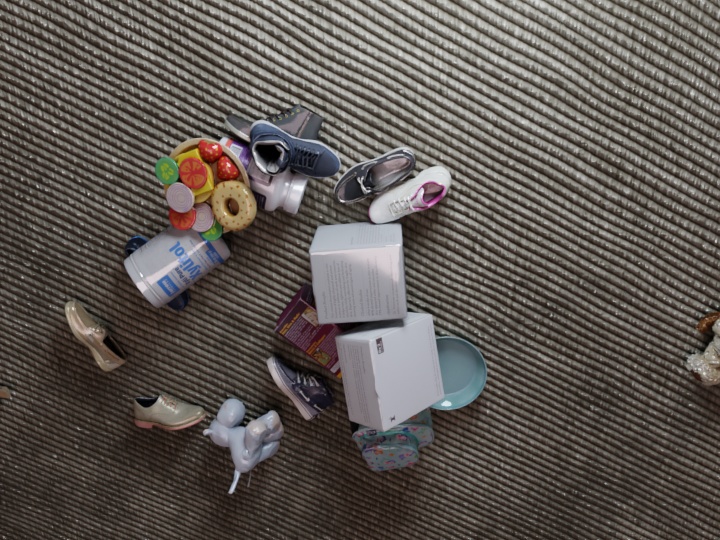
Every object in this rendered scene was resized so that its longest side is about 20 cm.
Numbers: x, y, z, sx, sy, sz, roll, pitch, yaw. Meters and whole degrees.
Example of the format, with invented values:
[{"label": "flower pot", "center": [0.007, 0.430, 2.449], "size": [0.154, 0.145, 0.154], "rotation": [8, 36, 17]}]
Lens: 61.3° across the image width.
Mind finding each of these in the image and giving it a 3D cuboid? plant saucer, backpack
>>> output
[{"label": "plant saucer", "center": [0.208, 0.244, 1.477], "size": [0.194, 0.036, 0.206], "rotation": [2, 112, 4]}, {"label": "backpack", "center": [0.083, 0.392, 1.480], "size": [0.195, 0.153, 0.179], "rotation": [-15, 142, 4]}]

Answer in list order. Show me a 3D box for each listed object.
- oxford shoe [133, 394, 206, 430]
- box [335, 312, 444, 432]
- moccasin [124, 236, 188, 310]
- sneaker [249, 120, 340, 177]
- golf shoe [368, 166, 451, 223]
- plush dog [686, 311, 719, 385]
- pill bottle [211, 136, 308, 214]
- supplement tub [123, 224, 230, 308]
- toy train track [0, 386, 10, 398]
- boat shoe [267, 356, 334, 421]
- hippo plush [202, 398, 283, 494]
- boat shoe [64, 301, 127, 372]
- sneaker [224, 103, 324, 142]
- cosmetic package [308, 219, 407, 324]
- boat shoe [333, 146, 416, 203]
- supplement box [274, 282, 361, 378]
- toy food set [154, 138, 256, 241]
[{"label": "oxford shoe", "center": [-0.494, 0.359, 1.558], "size": [0.194, 0.071, 0.076], "rotation": [-3, 110, 5]}, {"label": "box", "center": [0.067, 0.217, 1.354], "size": [0.129, 0.197, 0.205], "rotation": [1, 104, 51]}, {"label": "moccasin", "center": [-0.485, 0.019, 1.418], "size": [0.080, 0.069, 0.201], "rotation": [-34, 106, 16]}, {"label": "sneaker", "center": [-0.126, -0.218, 1.192], "size": [0.198, 0.147, 0.078], "rotation": [19, 112, -17]}, {"label": "golf shoe", "center": [0.102, -0.154, 1.293], "size": [0.196, 0.092, 0.076], "rotation": [-27, 110, 16]}, {"label": "plush dog", "center": [0.843, 0.172, 1.347], "size": [0.159, 0.199, 0.174], "rotation": [-36, 120, -17]}, {"label": "pill bottle", "center": [-0.214, -0.195, 1.287], "size": [0.195, 0.112, 0.114], "rotation": [22, 113, -5]}, {"label": "supplement tub", "center": [-0.397, -0.029, 1.326], "size": [0.198, 0.132, 0.133], "rotation": [-38, 107, -7]}, {"label": "toy train track", "center": [-1.006, 0.307, 1.597], "size": [0.194, 0.033, 0.118], "rotation": [4, 120, 9]}, {"label": "boat shoe", "center": [-0.143, 0.274, 1.503], "size": [0.091, 0.075, 0.202], "rotation": [-30, 115, 8]}, {"label": "hippo plush", "center": [-0.301, 0.419, 1.552], "size": [0.159, 0.158, 0.204], "rotation": [29, 99, 24]}, {"label": "boat shoe", "center": [-0.646, 0.154, 1.488], "size": [0.064, 0.072, 0.204], "rotation": [-24, 111, 4]}, {"label": "sneaker", "center": [-0.178, -0.310, 1.265], "size": [0.195, 0.075, 0.108], "rotation": [19, 109, -14]}, {"label": "cosmetic package", "center": [0.000, 0.000, 1.322], "size": [0.194, 0.167, 0.172], "rotation": [-3, 112, 5]}, {"label": "boat shoe", "center": [0.028, -0.196, 1.296], "size": [0.196, 0.061, 0.075], "rotation": [-22, 110, 13]}, {"label": "supplement box", "center": [-0.089, 0.142, 1.429], "size": [0.198, 0.086, 0.111], "rotation": [38, 111, -12]}, {"label": "toy food set", "center": [-0.313, -0.161, 1.222], "size": [0.193, 0.049, 0.204], "rotation": [-16, 107, 17]}]
